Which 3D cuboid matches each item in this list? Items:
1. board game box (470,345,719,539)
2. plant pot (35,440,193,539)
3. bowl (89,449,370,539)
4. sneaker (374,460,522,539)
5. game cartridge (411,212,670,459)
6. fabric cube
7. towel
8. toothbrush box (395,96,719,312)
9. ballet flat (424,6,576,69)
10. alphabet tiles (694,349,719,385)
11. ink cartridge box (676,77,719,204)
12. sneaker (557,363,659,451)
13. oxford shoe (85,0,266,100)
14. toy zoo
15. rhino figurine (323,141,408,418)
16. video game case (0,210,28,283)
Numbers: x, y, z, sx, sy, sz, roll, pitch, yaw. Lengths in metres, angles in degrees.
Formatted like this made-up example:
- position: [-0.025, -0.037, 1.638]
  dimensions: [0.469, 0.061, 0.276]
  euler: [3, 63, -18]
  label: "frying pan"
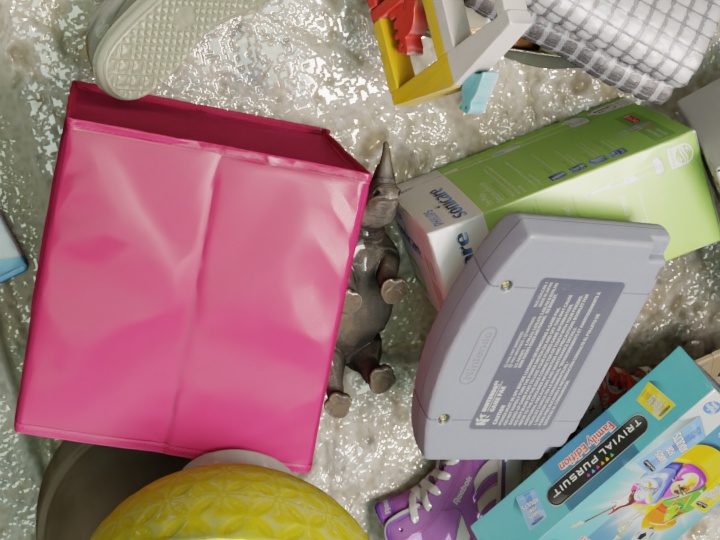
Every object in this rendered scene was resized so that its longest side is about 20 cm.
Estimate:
- position: [0.199, 0.161, 1.053]
  dimensions: [0.200, 0.047, 0.151]
  euler: [-43, 140, 10]
  label: "board game box"
- position: [-0.137, 0.209, 1.029]
  dimensions: [0.198, 0.174, 0.202]
  euler: [-2, 104, -10]
  label: "plant pot"
- position: [-0.079, 0.176, 0.877]
  dimensions: [0.198, 0.108, 0.201]
  euler: [-1, 136, -1]
  label: "bowl"
- position: [0.069, 0.163, 1.108]
  dimensions: [0.113, 0.073, 0.203]
  euler: [5, 95, 5]
  label: "sneaker"
- position: [0.111, 0.047, 0.955]
  dimensions: [0.132, 0.042, 0.201]
  euler: [6, 127, -22]
  label: "game cartridge"
- position: [-0.117, -0.002, 0.965]
  dimensions: [0.198, 0.196, 0.201]
  euler: [10, 101, -12]
  label: "fabric cube"
- position: [0.175, -0.234, 0.984]
  dimensions: [0.164, 0.086, 0.201]
  euler: [26, 70, -8]
  label: "towel"
- position: [0.134, -0.042, 1.025]
  dimensions: [0.198, 0.146, 0.087]
  euler: [-20, 108, -5]
  label: "toothbrush box"
- position: [0.114, -0.181, 1.027]
  dimensions: [0.198, 0.064, 0.068]
  euler: [6, 104, -12]
  label: "ballet flat"
- position: [0.246, 0.135, 1.103]
  dimensions: [0.165, 0.006, 0.201]
  euler: [-22, 139, -15]
  label: "alphabet tiles"
- position: [0.308, -0.034, 1.010]
  dimensions: [0.082, 0.147, 0.201]
  euler: [-25, 113, 12]
  label: "ink cartridge box"
- position: [0.189, 0.088, 1.093]
  dimensions: [0.107, 0.067, 0.202]
  euler: [-30, 127, -3]
  label: "sneaker"
- position: [-0.114, -0.196, 0.979]
  dimensions: [0.200, 0.058, 0.075]
  euler: [-44, 133, -15]
  label: "oxford shoe"
- position: [0.049, -0.197, 0.939]
  dimensions: [0.020, 0.131, 0.202]
  euler: [-5, 76, -36]
  label: "toy zoo"
- position: [0.000, 0.000, 1.027]
  dimensions: [0.059, 0.088, 0.202]
  euler: [2, 118, -13]
  label: "rhino figurine"
- position: [-0.343, -0.059, 1.002]
  dimensions: [0.142, 0.018, 0.201]
  euler: [-26, 108, -3]
  label: "video game case"
